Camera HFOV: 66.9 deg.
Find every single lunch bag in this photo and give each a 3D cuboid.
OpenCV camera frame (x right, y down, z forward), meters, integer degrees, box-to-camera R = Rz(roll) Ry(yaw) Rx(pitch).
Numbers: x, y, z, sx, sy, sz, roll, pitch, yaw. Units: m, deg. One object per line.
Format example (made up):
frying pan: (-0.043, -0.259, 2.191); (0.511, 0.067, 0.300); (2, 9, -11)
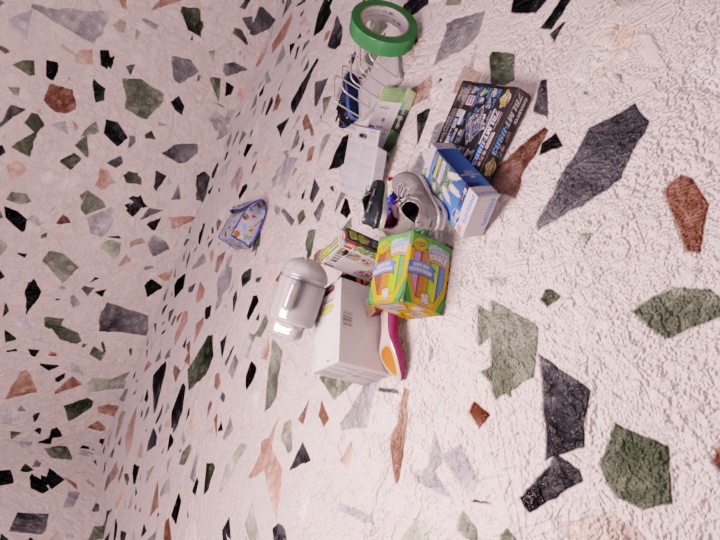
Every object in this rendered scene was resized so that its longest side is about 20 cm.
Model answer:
lunch bag: (-0.469, -0.198, 2.203); (0.169, 0.123, 0.203); (2, 61, 56)

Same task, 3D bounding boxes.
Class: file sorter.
file sorter: (0.017, -0.591, 1.665); (0.199, 0.123, 0.141); (-36, 44, 42)

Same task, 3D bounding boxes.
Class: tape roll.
tape roll: (0.066, -0.703, 1.580); (0.048, 0.196, 0.204); (109, 162, -55)

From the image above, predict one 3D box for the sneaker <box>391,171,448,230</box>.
sneaker: (0.112, -0.158, 1.190); (0.201, 0.080, 0.076); (-126, 38, -47)

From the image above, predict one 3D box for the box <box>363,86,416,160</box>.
box: (0.074, -0.425, 1.570); (0.144, 0.036, 0.203); (35, 104, 58)

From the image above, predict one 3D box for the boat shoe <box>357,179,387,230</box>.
boat shoe: (0.028, -0.164, 1.314); (0.202, 0.061, 0.076); (-88, 13, -50)

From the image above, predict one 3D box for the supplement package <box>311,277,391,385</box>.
supplement package: (-0.019, 0.146, 1.281); (0.110, 0.154, 0.204); (-31, 48, 45)

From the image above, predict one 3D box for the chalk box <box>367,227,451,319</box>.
chalk box: (0.112, -0.009, 1.197); (0.124, 0.122, 0.204); (-13, 63, 53)

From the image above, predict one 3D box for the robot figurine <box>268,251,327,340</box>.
robot figurine: (-0.143, 0.057, 1.267); (0.170, 0.111, 0.204); (27, -99, -86)

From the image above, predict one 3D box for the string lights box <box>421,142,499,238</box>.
string lights box: (0.204, -0.173, 1.151); (0.201, 0.058, 0.104); (-119, 32, -41)

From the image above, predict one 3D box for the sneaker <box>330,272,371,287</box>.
sneaker: (0.000, 0.000, 1.394); (0.201, 0.089, 0.071); (-50, 37, 30)

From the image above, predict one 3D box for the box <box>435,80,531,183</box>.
box: (0.257, -0.311, 1.210); (0.198, 0.049, 0.203); (37, 107, 55)

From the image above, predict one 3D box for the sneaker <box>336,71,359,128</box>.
sneaker: (-0.046, -0.561, 1.796); (0.077, 0.069, 0.204); (-27, 51, 41)

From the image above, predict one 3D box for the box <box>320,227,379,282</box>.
box: (0.016, -0.025, 1.281); (0.110, 0.198, 0.035); (-38, 43, 38)

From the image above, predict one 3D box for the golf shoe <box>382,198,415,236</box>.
golf shoe: (0.123, -0.152, 1.292); (0.202, 0.090, 0.076); (-58, 32, 16)

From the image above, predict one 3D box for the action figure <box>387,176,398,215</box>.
action figure: (0.079, -0.193, 1.380); (0.198, 0.098, 0.067); (-21, 57, 48)

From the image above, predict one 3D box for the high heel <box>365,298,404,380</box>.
high heel: (0.082, 0.147, 1.246); (0.068, 0.094, 0.203); (-51, 54, 47)

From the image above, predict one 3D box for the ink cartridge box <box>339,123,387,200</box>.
ink cartridge box: (0.010, -0.305, 1.552); (0.196, 0.043, 0.204); (36, 118, 58)
